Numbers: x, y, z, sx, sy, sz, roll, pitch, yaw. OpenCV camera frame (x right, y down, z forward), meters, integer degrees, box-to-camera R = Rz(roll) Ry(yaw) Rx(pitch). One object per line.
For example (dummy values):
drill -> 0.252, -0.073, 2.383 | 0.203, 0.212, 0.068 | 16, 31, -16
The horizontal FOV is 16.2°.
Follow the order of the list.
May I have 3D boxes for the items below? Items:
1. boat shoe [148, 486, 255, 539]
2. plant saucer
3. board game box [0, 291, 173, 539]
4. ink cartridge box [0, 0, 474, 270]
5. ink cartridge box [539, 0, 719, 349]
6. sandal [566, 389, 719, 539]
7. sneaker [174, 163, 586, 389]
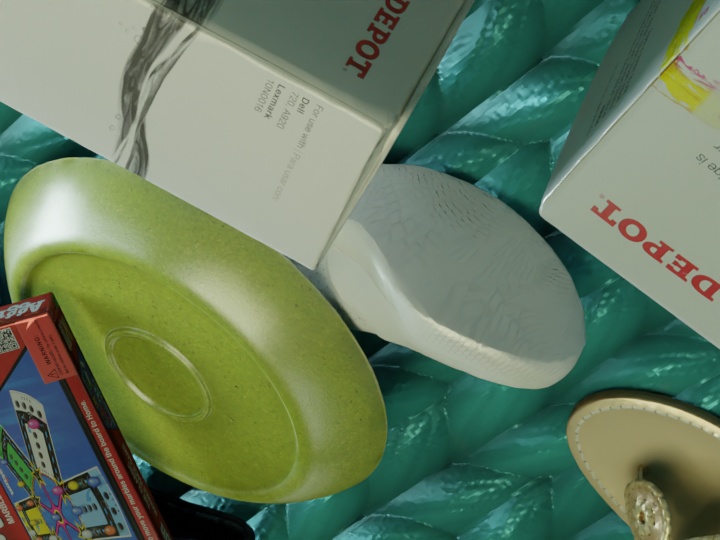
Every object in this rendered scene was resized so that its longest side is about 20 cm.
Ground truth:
boat shoe -> -0.142, 0.102, 1.197 | 0.199, 0.084, 0.069 | 20, 124, -13
plant saucer -> -0.081, 0.036, 1.100 | 0.200, 0.031, 0.200 | 25, 145, 19
board game box -> -0.148, 0.106, 1.141 | 0.103, 0.019, 0.200 | -15, 121, 12
ink cartridge box -> -0.065, -0.110, 0.952 | 0.200, 0.146, 0.084 | 29, 131, 1
ink cartridge box -> 0.185, -0.074, 0.875 | 0.145, 0.145, 0.200 | 37, 129, -7
sandal -> 0.168, 0.141, 1.089 | 0.212, 0.070, 0.078 | 42, 129, -11
sneaker -> 0.000, 0.000, 1.065 | 0.200, 0.075, 0.089 | 29, 140, 10
